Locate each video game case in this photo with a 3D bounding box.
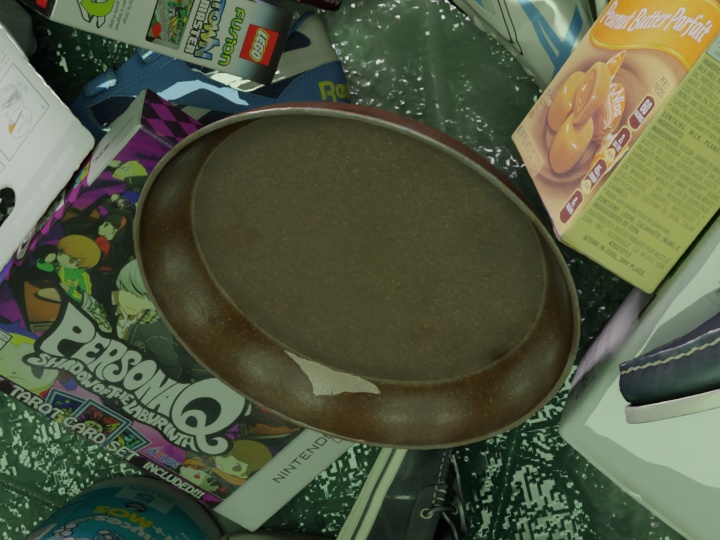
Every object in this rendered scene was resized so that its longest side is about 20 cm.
[{"bbox_3d":[-0.077,0.029,0.816,0.199,0.036,0.181,34,122,-23],"label":"video game case"}]

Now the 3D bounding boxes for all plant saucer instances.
[{"bbox_3d":[0.000,0.000,0.721,0.199,0.035,0.201,12,136,11],"label":"plant saucer"}]

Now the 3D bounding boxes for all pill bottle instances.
[{"bbox_3d":[-0.137,0.180,0.831,0.110,0.200,0.112,1,99,9],"label":"pill bottle"}]

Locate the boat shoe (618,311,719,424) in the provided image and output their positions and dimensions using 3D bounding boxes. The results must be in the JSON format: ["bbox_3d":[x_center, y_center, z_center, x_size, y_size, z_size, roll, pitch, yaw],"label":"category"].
[{"bbox_3d":[0.182,-0.002,0.617,0.199,0.075,0.062,-25,92,11],"label":"boat shoe"}]

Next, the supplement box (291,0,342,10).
[{"bbox_3d":[-0.101,-0.191,0.819,0.199,0.109,0.061,21,100,7],"label":"supplement box"}]

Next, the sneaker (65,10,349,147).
[{"bbox_3d":[-0.100,-0.086,0.856,0.198,0.074,0.083,-5,93,4],"label":"sneaker"}]

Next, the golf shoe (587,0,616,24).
[{"bbox_3d":[0.150,-0.142,0.785,0.199,0.078,0.098,33,89,-9],"label":"golf shoe"}]

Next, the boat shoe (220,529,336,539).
[{"bbox_3d":[0.019,0.182,0.875,0.198,0.067,0.057,10,95,4],"label":"boat shoe"}]

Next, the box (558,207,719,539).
[{"bbox_3d":[0.221,0.049,0.755,0.199,0.199,0.172,36,102,4],"label":"box"}]

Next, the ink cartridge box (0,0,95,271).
[{"bbox_3d":[-0.213,-0.058,0.841,0.163,0.050,0.200,-51,58,12],"label":"ink cartridge box"}]

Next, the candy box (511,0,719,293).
[{"bbox_3d":[0.150,-0.102,0.702,0.055,0.116,0.201,29,109,-19],"label":"candy box"}]

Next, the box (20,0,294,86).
[{"bbox_3d":[-0.124,-0.139,0.772,0.109,0.200,0.035,14,102,-33],"label":"box"}]

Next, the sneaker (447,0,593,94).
[{"bbox_3d":[0.085,-0.132,0.825,0.072,0.072,0.201,-29,97,38],"label":"sneaker"}]

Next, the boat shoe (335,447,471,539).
[{"bbox_3d":[0.026,0.126,0.823,0.062,0.075,0.201,24,58,6],"label":"boat shoe"}]
